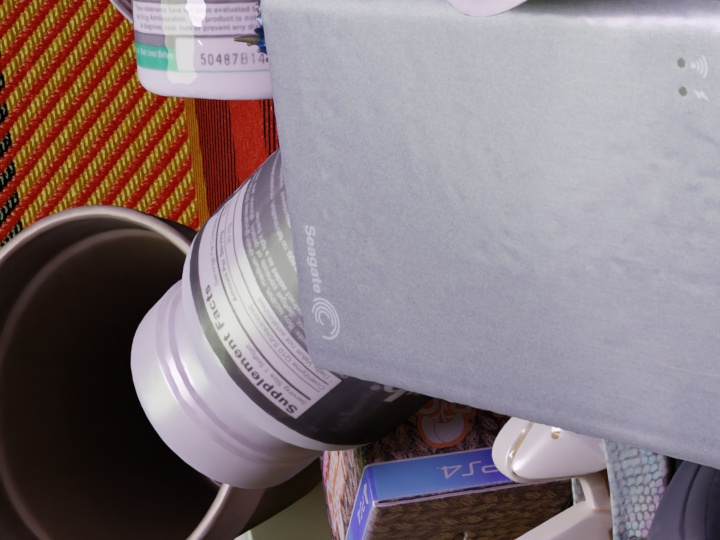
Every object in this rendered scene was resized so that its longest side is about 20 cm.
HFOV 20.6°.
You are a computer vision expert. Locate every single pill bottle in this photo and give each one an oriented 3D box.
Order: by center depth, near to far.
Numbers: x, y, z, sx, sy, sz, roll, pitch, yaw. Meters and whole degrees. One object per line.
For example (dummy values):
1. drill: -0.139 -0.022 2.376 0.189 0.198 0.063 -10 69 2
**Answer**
1. pill bottle: 0.000 0.000 0.784 0.200 0.116 0.117 -42 48 38
2. pill bottle: -0.048 -0.180 0.855 0.113 0.112 0.201 -131 36 -74

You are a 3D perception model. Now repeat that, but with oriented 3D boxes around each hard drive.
1. hard drive: 0.052 -0.022 0.620 0.199 0.033 0.140 11 115 46

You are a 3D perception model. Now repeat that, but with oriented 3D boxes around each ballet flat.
1. ballet flat: 0.085 0.089 0.714 0.069 0.071 0.201 -128 33 -80

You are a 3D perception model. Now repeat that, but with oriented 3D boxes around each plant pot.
1. plant pot: -0.097 0.073 1.078 0.173 0.199 0.201 10 -112 -59

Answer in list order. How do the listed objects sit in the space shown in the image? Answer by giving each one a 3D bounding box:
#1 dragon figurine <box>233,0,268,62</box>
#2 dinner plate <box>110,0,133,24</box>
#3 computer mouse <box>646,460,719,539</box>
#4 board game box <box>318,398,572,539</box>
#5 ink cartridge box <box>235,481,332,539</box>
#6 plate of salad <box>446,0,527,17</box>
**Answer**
1. dragon figurine: -0.042 -0.162 0.751 0.200 0.099 0.059 54 176 -12
2. dinner plate: -0.097 -0.216 1.250 0.024 0.199 0.201 -34 60 52
3. computer mouse: 0.123 0.129 0.586 0.141 0.046 0.201 99 162 -64
4. board game box: 0.028 0.040 0.954 0.160 0.096 0.201 101 160 -63
5. ink cartridge box: -0.020 0.118 1.229 0.129 0.124 0.201 126 137 -77
6. plate of salad: 0.058 -0.169 0.555 0.200 0.048 0.201 -55 24 40
